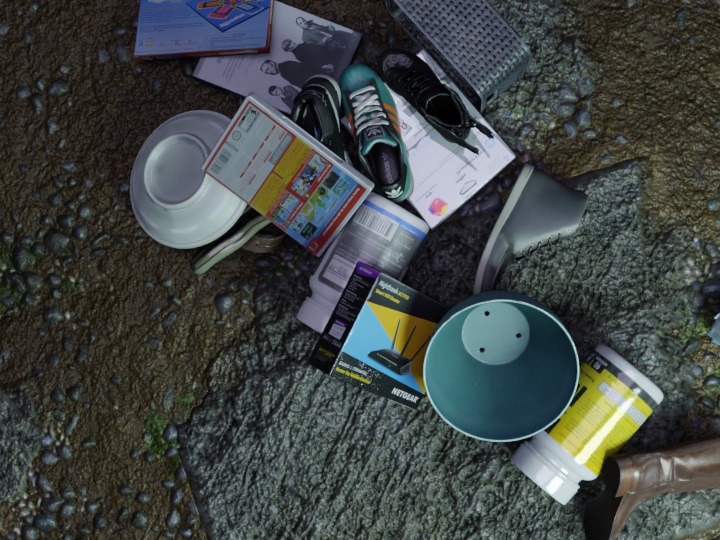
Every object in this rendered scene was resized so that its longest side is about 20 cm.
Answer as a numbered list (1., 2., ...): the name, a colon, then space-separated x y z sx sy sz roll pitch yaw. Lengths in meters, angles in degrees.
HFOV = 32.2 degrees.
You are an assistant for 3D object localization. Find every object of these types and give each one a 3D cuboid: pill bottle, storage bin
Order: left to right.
1. pill bottle: 0.000 0.000 1.700 0.114 0.114 0.200 29 90 5
2. storage bin: 0.132 -0.326 1.690 0.094 0.135 0.200 -42 85 2
3. pill bottle: 0.300 0.207 1.668 0.114 0.114 0.200 40 90 5

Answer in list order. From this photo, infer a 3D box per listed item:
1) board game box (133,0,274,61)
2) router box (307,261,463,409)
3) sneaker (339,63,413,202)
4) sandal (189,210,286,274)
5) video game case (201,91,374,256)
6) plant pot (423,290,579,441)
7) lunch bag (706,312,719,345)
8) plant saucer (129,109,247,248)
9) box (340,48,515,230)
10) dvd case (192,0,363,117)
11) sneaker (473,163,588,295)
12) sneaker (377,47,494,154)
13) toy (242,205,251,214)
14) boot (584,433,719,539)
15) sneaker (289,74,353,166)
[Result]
1. board game box: -0.219 -0.349 1.748 0.199 0.019 0.103 0 76 16
2. router box: 0.036 0.090 1.658 0.051 0.200 0.149 26 90 42
3. sneaker: 0.022 -0.192 1.681 0.071 0.080 0.200 -21 84 4
4. sandal: -0.145 -0.047 1.740 0.201 0.080 0.057 -32 103 9
5. video game case: -0.098 -0.124 1.638 0.200 0.017 0.143 37 127 -3
6. plant pot: 0.184 0.107 1.659 0.199 0.135 0.201 1 111 3
7. lunch bag: 0.586 0.075 1.651 0.200 0.122 0.171 35 93 13
8. plant saucer: -0.243 -0.133 1.723 0.200 0.050 0.201 -6 75 23
9. box: 0.094 -0.182 1.736 0.156 0.041 0.200 -41 84 3
10. dvd case: -0.116 -0.301 1.754 0.200 0.025 0.151 22 80 6
11. sneaker: 0.232 -0.037 1.701 0.106 0.075 0.200 25 89 8
12. sneaker: 0.097 -0.231 1.666 0.060 0.104 0.200 -44 85 2
13. toy: -0.159 -0.159 1.751 0.200 0.047 0.115 -39 86 3
14. boot: 0.411 0.301 1.681 0.199 0.187 0.064 -9 44 -21
15. sneaker: -0.061 -0.154 1.681 0.073 0.112 0.201 -2 113 16
